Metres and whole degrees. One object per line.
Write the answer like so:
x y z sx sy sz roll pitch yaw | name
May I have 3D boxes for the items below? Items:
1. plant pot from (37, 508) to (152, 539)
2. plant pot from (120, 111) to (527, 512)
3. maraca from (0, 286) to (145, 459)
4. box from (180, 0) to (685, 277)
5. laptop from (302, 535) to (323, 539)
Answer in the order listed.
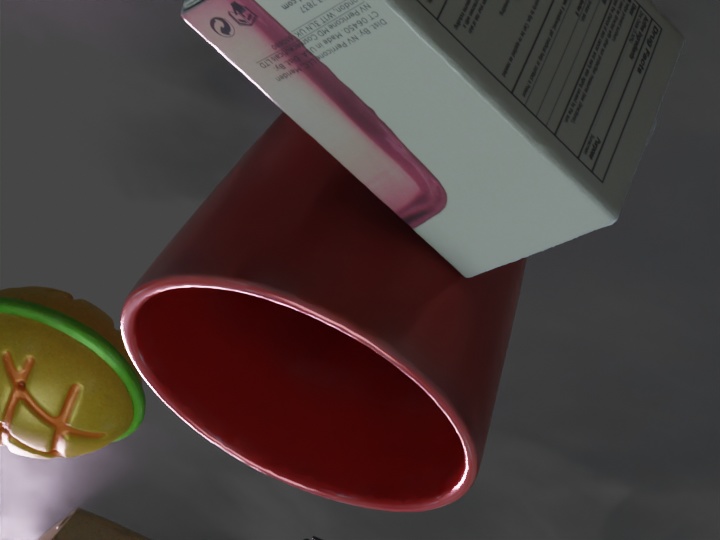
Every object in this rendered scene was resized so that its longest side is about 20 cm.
-0.224 0.311 1.612 0.177 0.200 0.200 44 143 -6 | plant pot
0.000 0.000 1.055 0.199 0.178 0.201 19 148 12 | plant pot
-0.235 0.067 1.357 0.199 0.107 0.138 5 133 26 | maraca
0.037 -0.114 0.936 0.200 0.128 0.109 42 142 -22 | box
-0.003 0.295 1.507 0.200 0.103 0.177 -35 118 15 | laptop
